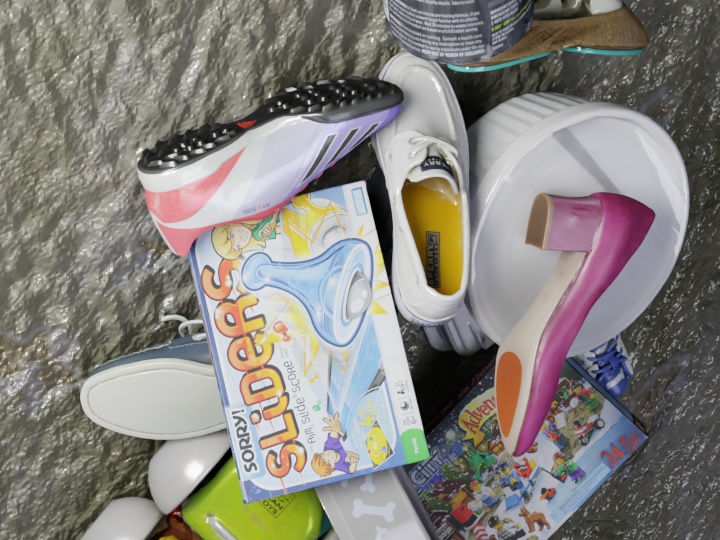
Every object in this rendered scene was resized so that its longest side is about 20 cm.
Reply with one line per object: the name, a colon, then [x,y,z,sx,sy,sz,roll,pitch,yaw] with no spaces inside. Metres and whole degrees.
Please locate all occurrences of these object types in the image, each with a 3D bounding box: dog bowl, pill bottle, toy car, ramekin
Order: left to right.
toy car: [-0.102,0.208,1.610,0.200,0.175,0.150,-48,-179,18]
dog bowl: [0.008,0.171,1.578,0.058,0.201,0.200,-27,141,1]
pill bottle: [0.061,-0.244,1.388,0.106,0.106,0.201,-29,139,-21]
ramekin: [0.143,-0.042,1.589,0.201,0.094,0.204,-13,119,-25]

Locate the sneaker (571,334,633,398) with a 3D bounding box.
sneaker: [0.199,0.059,1.765,0.075,0.088,0.200,-34,158,-14]

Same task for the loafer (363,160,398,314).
loafer: [0.000,0.000,1.576,0.068,0.070,0.201,4,125,-41]

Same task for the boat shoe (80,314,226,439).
boat shoe: [-0.104,0.070,1.523,0.198,0.062,0.075,-11,130,-1]

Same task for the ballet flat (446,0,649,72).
ballet flat: [0.141,-0.192,1.559,0.199,0.068,0.073,-9,110,-34]

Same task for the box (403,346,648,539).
box: [0.120,0.158,1.739,0.136,0.038,0.200,41,101,-9]

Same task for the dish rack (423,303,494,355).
dish rack: [0.114,-0.023,1.688,0.171,0.044,0.201,-38,141,-10]

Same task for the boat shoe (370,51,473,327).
boat shoe: [0.048,-0.065,1.473,0.070,0.202,0.070,2,163,-13]

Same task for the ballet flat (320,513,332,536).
ballet flat: [-0.013,0.142,1.711,0.065,0.070,0.201,-39,155,-57]

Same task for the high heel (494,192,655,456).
high heel: [0.158,0.042,1.532,0.095,0.067,0.202,5,107,-22]

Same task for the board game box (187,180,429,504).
board game box: [-0.040,0.050,1.472,0.134,0.202,0.034,-13,176,-8]

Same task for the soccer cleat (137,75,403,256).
soccer cleat: [-0.057,-0.076,1.446,0.199,0.068,0.074,-23,116,-22]
